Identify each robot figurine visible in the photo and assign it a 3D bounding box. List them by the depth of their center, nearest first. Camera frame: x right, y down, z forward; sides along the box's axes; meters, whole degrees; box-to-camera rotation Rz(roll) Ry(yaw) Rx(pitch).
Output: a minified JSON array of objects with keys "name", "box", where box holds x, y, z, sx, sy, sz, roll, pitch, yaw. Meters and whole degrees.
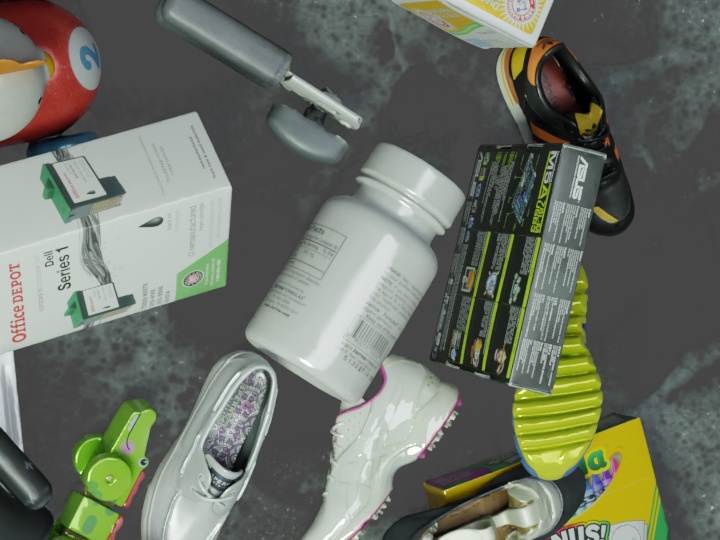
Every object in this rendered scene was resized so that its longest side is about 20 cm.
[{"name":"robot figurine","box":[-0.317,0.186,1.413,0.150,0.125,0.201,-38,102,-12]}]

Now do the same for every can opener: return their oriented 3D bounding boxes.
[{"name":"can opener","box":[-0.088,-0.158,1.538,0.199,0.053,0.067,30,83,-17]}]

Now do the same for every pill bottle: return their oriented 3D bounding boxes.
[{"name":"pill bottle","box":[0.000,0.000,1.547,0.114,0.114,0.201,34,83,-18]}]

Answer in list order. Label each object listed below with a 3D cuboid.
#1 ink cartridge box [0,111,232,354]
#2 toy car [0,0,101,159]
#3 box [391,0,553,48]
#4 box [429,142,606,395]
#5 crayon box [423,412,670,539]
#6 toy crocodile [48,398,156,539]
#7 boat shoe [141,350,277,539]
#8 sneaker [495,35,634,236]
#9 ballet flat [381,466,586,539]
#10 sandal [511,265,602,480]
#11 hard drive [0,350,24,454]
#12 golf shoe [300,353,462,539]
[{"name":"ink cartridge box","box":[-0.209,-0.028,1.449,0.199,0.146,0.085,-18,60,-17]},{"name":"toy car","box":[-0.272,-0.148,1.397,0.176,0.200,0.186,-14,98,-18]},{"name":"box","box":[0.123,-0.299,1.570,0.101,0.112,0.201,24,86,-20]},{"name":"box","box":[0.129,-0.007,1.549,0.047,0.193,0.202,13,89,-20]},{"name":"crayon box","box":[0.175,0.241,1.653,0.199,0.058,0.174,-18,99,-17]},{"name":"toy crocodile","box":[-0.219,0.198,1.509,0.062,0.067,0.201,29,86,-24]},{"name":"boat shoe","box":[-0.121,0.165,1.539,0.072,0.068,0.201,31,83,-18]},{"name":"sneaker","box":[0.190,-0.115,1.618,0.070,0.090,0.201,-33,103,-14]},{"name":"ballet flat","box":[0.114,0.216,1.566,0.199,0.073,0.074,-18,99,-16]},{"name":"sandal","box":[0.167,0.087,1.602,0.079,0.087,0.202,5,67,0]},{"name":"hard drive","box":[-0.373,0.123,1.471,0.198,0.025,0.133,-7,96,-19]},{"name":"golf shoe","box":[-0.001,0.161,1.589,0.091,0.075,0.200,39,78,-2]}]
